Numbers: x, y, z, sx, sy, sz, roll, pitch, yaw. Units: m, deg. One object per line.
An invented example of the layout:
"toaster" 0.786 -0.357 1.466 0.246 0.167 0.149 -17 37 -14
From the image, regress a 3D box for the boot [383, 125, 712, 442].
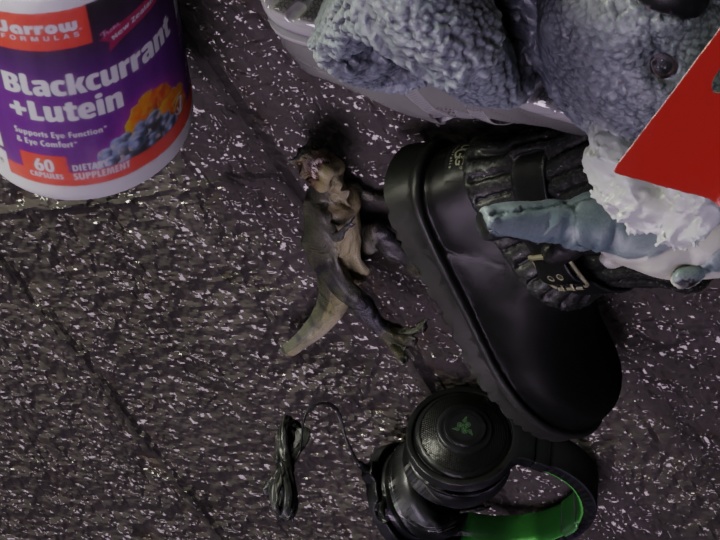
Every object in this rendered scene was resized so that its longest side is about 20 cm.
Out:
"boot" 0.122 0.005 1.258 0.158 0.080 0.211 -9 133 34

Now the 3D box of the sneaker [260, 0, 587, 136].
"sneaker" 0.053 -0.105 1.177 0.200 0.075 0.082 19 158 14

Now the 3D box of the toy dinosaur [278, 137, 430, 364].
"toy dinosaur" 0.000 0.000 1.341 0.088 0.047 0.200 27 146 16

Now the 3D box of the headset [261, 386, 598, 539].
"headset" 0.042 0.129 1.440 0.200 0.094 0.124 19 144 -16

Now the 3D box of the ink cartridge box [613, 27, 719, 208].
"ink cartridge box" 0.221 -0.070 1.011 0.200 0.057 0.163 7 125 -49

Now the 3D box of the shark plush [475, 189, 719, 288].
"shark plush" 0.146 -0.043 1.134 0.200 0.091 0.083 -6 114 -6

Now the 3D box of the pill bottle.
"pill bottle" -0.145 -0.137 1.182 0.111 0.112 0.200 11 142 14

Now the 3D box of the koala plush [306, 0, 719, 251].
"koala plush" 0.094 -0.117 1.058 0.200 0.178 0.184 24 163 -6
